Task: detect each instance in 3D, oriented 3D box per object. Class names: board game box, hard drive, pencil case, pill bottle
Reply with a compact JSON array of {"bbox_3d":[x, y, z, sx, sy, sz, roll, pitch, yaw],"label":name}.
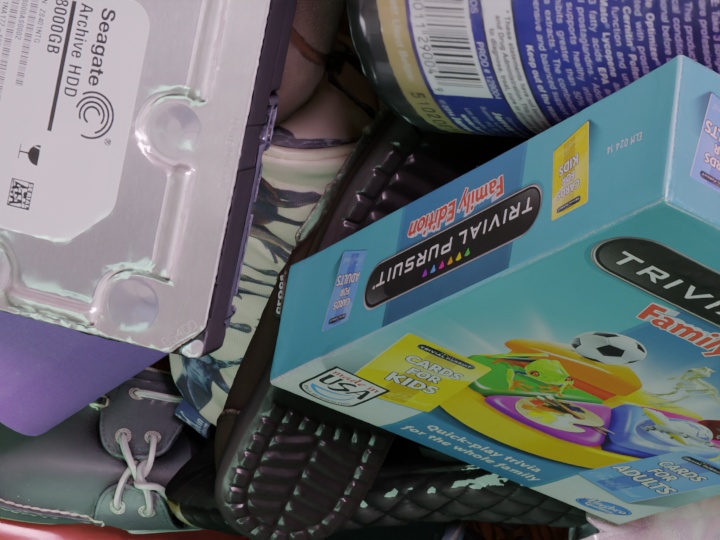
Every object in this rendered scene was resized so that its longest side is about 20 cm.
[{"bbox_3d":[0.088,0.017,0.677,0.151,0.047,0.200,23,152,-26],"label":"board game box"},{"bbox_3d":[-0.127,-0.062,0.704,0.200,0.038,0.140,14,99,10],"label":"hard drive"},{"bbox_3d":[-0.036,-0.013,0.868,0.089,0.078,0.200,14,141,3],"label":"pencil case"},{"bbox_3d":[0.104,-0.090,0.647,0.200,0.112,0.112,7,136,32],"label":"pill bottle"}]

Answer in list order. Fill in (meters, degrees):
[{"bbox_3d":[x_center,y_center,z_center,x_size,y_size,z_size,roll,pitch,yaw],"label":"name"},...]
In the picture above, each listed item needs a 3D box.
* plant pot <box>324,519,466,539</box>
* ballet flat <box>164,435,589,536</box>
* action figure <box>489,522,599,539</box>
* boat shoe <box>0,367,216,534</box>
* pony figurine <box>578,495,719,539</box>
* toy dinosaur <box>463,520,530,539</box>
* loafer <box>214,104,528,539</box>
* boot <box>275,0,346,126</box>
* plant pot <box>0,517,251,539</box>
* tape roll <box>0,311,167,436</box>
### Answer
[{"bbox_3d":[-0.001,0.222,0.876,0.200,0.200,0.196,-20,103,48],"label":"plant pot"},{"bbox_3d":[0.002,0.084,0.843,0.200,0.067,0.057,-8,125,39],"label":"ballet flat"},{"bbox_3d":[0.083,0.031,0.837,0.130,0.069,0.200,23,139,27],"label":"action figure"},{"bbox_3d":[-0.086,0.077,0.940,0.200,0.073,0.062,4,-178,-21],"label":"boat shoe"},{"bbox_3d":[0.163,0.159,0.841,0.200,0.193,0.167,-46,59,52],"label":"pony figurine"},{"bbox_3d":[0.022,0.134,1.023,0.181,0.105,0.201,5,102,46],"label":"toy dinosaur"},{"bbox_3d":[0.000,0.000,0.783,0.073,0.200,0.071,27,-168,-27],"label":"loafer"},{"bbox_3d":[-0.092,-0.126,0.738,0.200,0.070,0.146,36,112,0],"label":"boot"},{"bbox_3d":[-0.145,0.134,1.037,0.177,0.201,0.201,20,143,0],"label":"plant pot"},{"bbox_3d":[-0.150,-0.038,0.837,0.200,0.066,0.200,57,-178,-4],"label":"tape roll"}]
